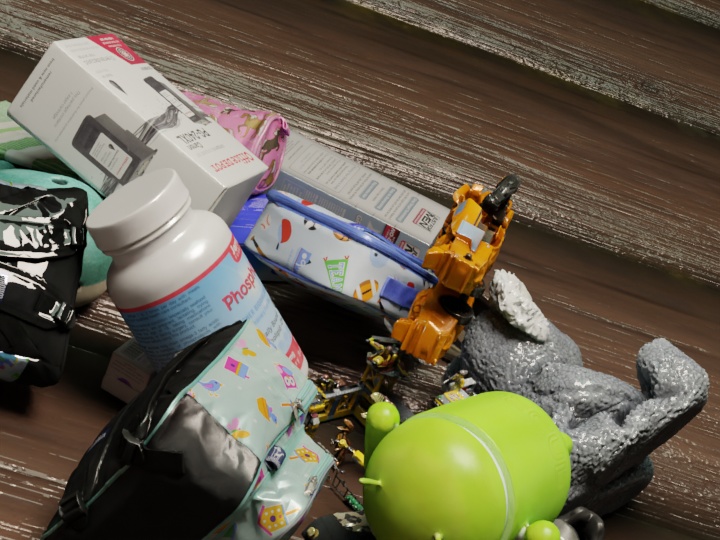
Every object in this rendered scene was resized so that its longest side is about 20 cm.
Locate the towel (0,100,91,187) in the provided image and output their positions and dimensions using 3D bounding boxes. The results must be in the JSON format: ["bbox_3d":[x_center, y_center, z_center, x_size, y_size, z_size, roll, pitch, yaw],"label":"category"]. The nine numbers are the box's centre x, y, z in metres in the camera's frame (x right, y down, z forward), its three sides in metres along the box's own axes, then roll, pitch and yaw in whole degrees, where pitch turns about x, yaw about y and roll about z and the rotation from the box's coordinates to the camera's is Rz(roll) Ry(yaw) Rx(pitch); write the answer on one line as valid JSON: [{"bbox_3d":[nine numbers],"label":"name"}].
[{"bbox_3d":[-0.295,-0.120,1.503,0.198,0.024,0.152,20,17,15],"label":"towel"}]

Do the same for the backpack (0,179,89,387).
[{"bbox_3d":[-0.328,-0.001,1.212,0.198,0.153,0.165,14,72,-31],"label":"backpack"}]

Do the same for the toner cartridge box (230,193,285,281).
[{"bbox_3d":[-0.139,-0.036,1.513,0.198,0.044,0.095,3,35,-32],"label":"toner cartridge box"}]

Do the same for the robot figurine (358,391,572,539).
[{"bbox_3d":[0.079,0.154,1.150,0.175,0.117,0.199,36,24,24],"label":"robot figurine"}]

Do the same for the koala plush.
[{"bbox_3d":[0.158,0.106,1.357,0.183,0.178,0.200,-22,60,-37],"label":"koala plush"}]

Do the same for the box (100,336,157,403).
[{"bbox_3d":[-0.152,0.056,1.355,0.041,0.039,0.200,30,29,10],"label":"box"}]

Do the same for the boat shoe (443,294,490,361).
[{"bbox_3d":[0.141,0.073,1.506,0.199,0.074,0.074,31,30,13],"label":"boat shoe"}]

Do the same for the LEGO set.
[{"bbox_3d":[0.030,0.120,1.300,0.152,0.117,0.200,-2,37,-39],"label":"LEGO set"}]

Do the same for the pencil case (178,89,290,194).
[{"bbox_3d":[-0.169,-0.138,1.577,0.198,0.088,0.083,18,24,20],"label":"pencil case"}]

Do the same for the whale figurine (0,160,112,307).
[{"bbox_3d":[-0.289,-0.052,1.368,0.158,0.105,0.200,-4,37,-40],"label":"whale figurine"}]

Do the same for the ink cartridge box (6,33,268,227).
[{"bbox_3d":[-0.192,-0.114,1.402,0.199,0.084,0.145,40,16,2],"label":"ink cartridge box"}]

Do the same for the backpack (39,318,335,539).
[{"bbox_3d":[-0.108,0.137,1.118,0.153,0.176,0.200,37,27,-9],"label":"backpack"}]

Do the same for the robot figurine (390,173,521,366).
[{"bbox_3d":[0.084,-0.009,1.337,0.058,0.146,0.200,25,26,2],"label":"robot figurine"}]

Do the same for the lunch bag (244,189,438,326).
[{"bbox_3d":[0.000,0.000,1.438,0.159,0.076,0.199,23,-3,36],"label":"lunch bag"}]

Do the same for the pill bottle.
[{"bbox_3d":[-0.131,0.026,1.241,0.201,0.108,0.109,61,19,-22],"label":"pill bottle"}]

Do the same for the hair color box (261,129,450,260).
[{"bbox_3d":[-0.012,-0.065,1.638,0.198,0.061,0.099,26,29,6],"label":"hair color box"}]

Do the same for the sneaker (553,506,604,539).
[{"bbox_3d":[0.128,0.234,1.212,0.066,0.091,0.199,36,31,24],"label":"sneaker"}]

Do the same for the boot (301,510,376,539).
[{"bbox_3d":[-0.023,0.243,1.116,0.201,0.074,0.154,-2,28,-26],"label":"boot"}]
